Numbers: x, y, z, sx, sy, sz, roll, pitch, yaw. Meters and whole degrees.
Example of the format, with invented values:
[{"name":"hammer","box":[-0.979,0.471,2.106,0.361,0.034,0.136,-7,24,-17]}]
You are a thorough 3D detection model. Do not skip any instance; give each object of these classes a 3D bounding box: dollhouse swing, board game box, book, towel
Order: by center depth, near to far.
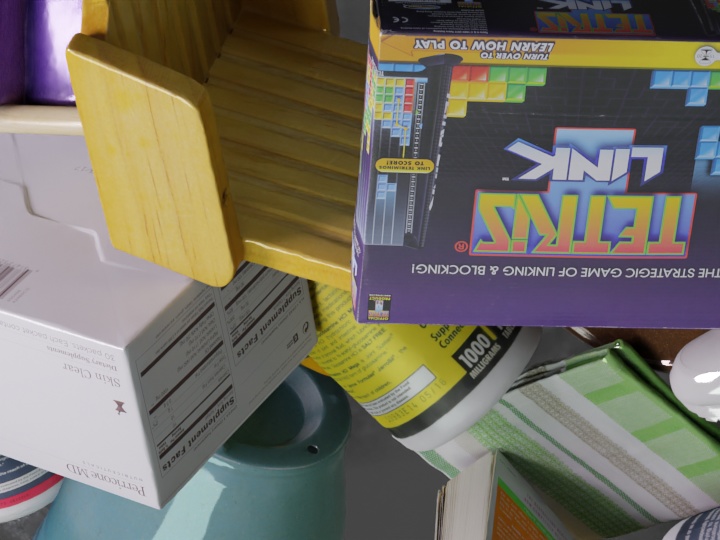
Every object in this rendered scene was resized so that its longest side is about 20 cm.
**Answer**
[{"name":"board game box","box":[0.099,-0.053,1.221,0.199,0.057,0.166,0,124,-5]},{"name":"dollhouse swing","box":[-0.025,-0.105,1.322,0.175,0.200,0.182,6,134,17]},{"name":"book","box":[0.100,0.213,1.487,0.048,0.200,0.134,-37,110,23]},{"name":"towel","box":[0.132,0.105,1.537,0.149,0.031,0.200,38,144,-24]}]

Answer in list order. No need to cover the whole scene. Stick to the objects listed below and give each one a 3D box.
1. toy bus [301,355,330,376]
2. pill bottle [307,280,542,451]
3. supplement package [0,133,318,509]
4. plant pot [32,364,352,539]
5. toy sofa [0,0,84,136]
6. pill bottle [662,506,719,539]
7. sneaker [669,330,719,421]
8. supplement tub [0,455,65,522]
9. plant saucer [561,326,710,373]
[{"name":"toy bus","box":[-0.092,0.005,1.578,0.200,0.065,0.078,27,141,8]},{"name":"pill bottle","box":[0.000,0.000,1.473,0.200,0.113,0.112,44,140,-12]},{"name":"supplement package","box":[-0.152,0.018,1.400,0.200,0.156,0.111,15,133,30]},{"name":"plant pot","box":[-0.096,0.144,1.633,0.200,0.200,0.188,27,128,8]},{"name":"toy sofa","box":[-0.159,-0.171,1.345,0.083,0.097,0.201,4,92,32]},{"name":"pill bottle","box":[0.235,0.188,1.471,0.200,0.120,0.120,-23,115,33]},{"name":"sneaker","box":[0.250,0.020,1.339,0.200,0.076,0.081,-18,123,21]},{"name":"supplement tub","box":[-0.257,0.055,1.682,0.140,0.140,0.200,14,137,23]},{"name":"plant saucer","box":[0.158,-0.011,1.419,0.200,0.032,0.201,18,138,17]}]
